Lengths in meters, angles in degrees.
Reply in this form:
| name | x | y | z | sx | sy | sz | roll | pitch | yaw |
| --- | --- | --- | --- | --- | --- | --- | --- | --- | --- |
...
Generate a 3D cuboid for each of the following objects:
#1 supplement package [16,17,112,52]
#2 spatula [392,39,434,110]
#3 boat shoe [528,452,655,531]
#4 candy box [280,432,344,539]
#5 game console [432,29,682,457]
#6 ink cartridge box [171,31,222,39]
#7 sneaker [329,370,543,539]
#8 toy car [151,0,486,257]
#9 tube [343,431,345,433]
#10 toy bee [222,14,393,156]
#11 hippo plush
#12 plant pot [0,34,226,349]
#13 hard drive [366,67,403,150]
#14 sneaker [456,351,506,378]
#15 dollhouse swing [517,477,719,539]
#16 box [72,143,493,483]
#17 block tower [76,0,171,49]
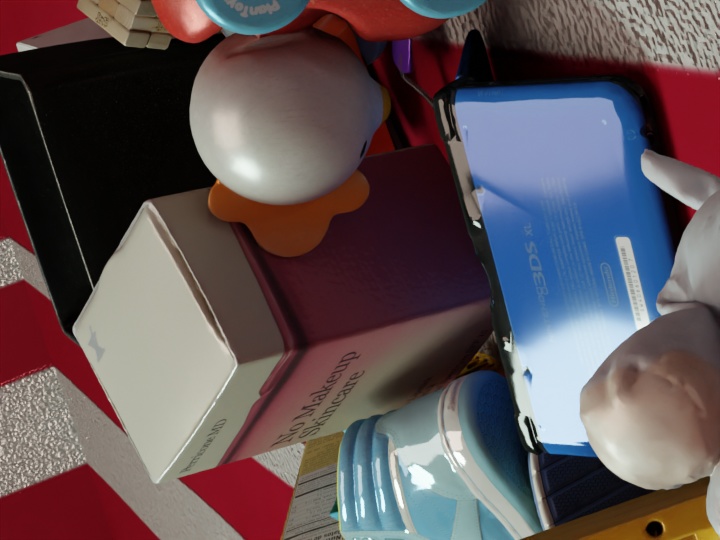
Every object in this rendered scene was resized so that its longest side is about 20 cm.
| name | x | y | z | sx | sy | sz | roll | pitch | yaw |
| --- | --- | --- | --- | --- | --- | --- | --- | --- | --- |
| supplement package | -0.140 | -0.093 | 1.663 | 0.151 | 0.152 | 0.200 | 25 | 134 | 68 |
| spatula | 0.044 | -0.081 | 1.292 | 0.057 | 0.021 | 0.200 | -125 | 15 | -75 |
| boat shoe | 0.142 | 0.170 | 1.194 | 0.072 | 0.072 | 0.200 | 106 | 141 | -68 |
| candy box | 0.002 | 0.180 | 1.520 | 0.116 | 0.055 | 0.200 | 63 | -163 | -21 |
| game console | 0.115 | -0.018 | 1.142 | 0.171 | 0.118 | 0.200 | 1 | 115 | 40 |
| ink cartridge box | -0.127 | -0.258 | 1.458 | 0.145 | 0.087 | 0.200 | -135 | 35 | -67 |
| sneaker | 0.060 | 0.144 | 1.269 | 0.200 | 0.130 | 0.080 | 57 | -146 | -27 |
| toy car | -0.021 | -0.106 | 1.145 | 0.184 | 0.177 | 0.200 | -123 | 29 | -66 |
| tube | 0.019 | 0.110 | 1.458 | 0.077 | 0.050 | 0.200 | 20 | 153 | 43 |
| toy bee | -0.040 | -0.143 | 1.332 | 0.109 | 0.131 | 0.200 | 13 | 112 | 29 |
| hippo plush | 0.180 | -0.007 | 0.784 | 0.200 | 0.159 | 0.161 | -67 | -1 | -47 |
| plant pot | -0.128 | -0.067 | 1.485 | 0.200 | 0.177 | 0.200 | -156 | 47 | -70 |
| hard drive | -0.024 | -0.113 | 1.466 | 0.140 | 0.033 | 0.200 | 123 | 125 | -71 |
| sneaker | 0.061 | 0.079 | 1.349 | 0.077 | 0.073 | 0.200 | 66 | 164 | 6 |
| dollhouse swing | 0.157 | 0.215 | 1.048 | 0.176 | 0.181 | 0.200 | -36 | -74 | -85 |
| box | -0.034 | 0.021 | 1.238 | 0.109 | 0.200 | 0.128 | 59 | 140 | 22 |
| block tower | -0.104 | -0.234 | 1.339 | 0.058 | 0.054 | 0.200 | 38 | 115 | 35 |
